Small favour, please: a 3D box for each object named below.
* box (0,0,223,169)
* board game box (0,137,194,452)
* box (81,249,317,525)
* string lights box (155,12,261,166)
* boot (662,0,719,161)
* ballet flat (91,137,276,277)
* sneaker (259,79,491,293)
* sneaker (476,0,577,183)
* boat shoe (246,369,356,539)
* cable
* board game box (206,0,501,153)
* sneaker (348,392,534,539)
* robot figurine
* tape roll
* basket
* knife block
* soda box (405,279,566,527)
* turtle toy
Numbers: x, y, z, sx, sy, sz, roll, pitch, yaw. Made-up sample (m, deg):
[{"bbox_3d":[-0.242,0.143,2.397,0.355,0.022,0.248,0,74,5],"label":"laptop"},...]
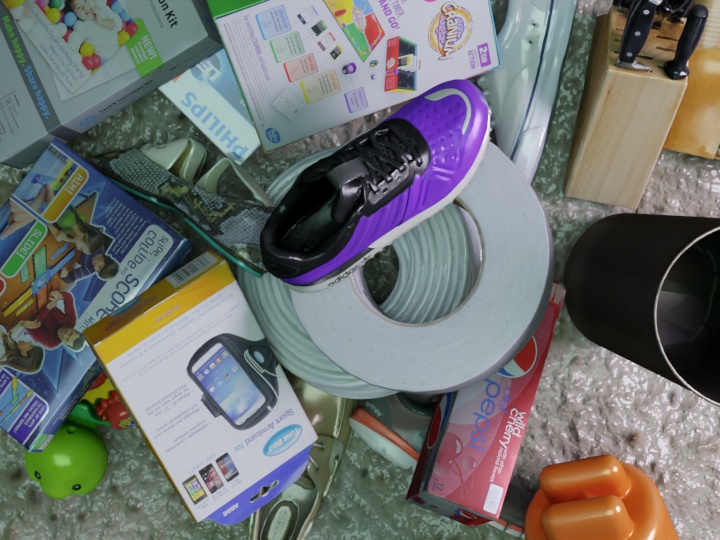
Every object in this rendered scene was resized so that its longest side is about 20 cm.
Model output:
[{"bbox_3d":[-0.225,-0.196,1.205,0.199,0.041,0.157,-28,79,11],"label":"box"},{"bbox_3d":[-0.241,0.019,1.180,0.135,0.034,0.201,37,87,8],"label":"board game box"},{"bbox_3d":[-0.117,0.099,1.185,0.118,0.041,0.201,-33,120,-14],"label":"box"},{"bbox_3d":[-0.063,-0.191,1.224,0.103,0.059,0.200,43,98,-6],"label":"string lights box"},{"bbox_3d":[0.345,-0.145,1.222,0.199,0.071,0.146,7,106,3],"label":"boot"},{"bbox_3d":[-0.130,-0.065,1.214,0.199,0.072,0.073,30,101,31],"label":"ballet flat"},{"bbox_3d":[0.008,-0.062,1.074,0.200,0.099,0.070,-43,70,5],"label":"sneaker"},{"bbox_3d":[0.124,-0.148,1.227,0.070,0.073,0.202,13,90,9],"label":"sneaker"},{"bbox_3d":[-0.050,0.159,1.275,0.071,0.065,0.202,18,99,-1],"label":"boat shoe"},{"bbox_3d":[0.000,0.000,1.225,0.198,0.069,0.202,-14,81,9],"label":"cable"},{"bbox_3d":[-0.002,-0.180,1.134,0.198,0.154,0.041,-20,54,-1],"label":"board game box"},{"bbox_3d":[0.090,0.151,1.268,0.199,0.077,0.082,34,87,-8],"label":"sneaker"},{"bbox_3d":[0.200,0.233,1.226,0.116,0.144,0.201,-39,132,-12],"label":"robot figurine"},{"bbox_3d":[0.045,-0.009,1.150,0.198,0.066,0.203,-1,85,10],"label":"tape roll"},{"bbox_3d":[0.250,0.021,1.165,0.178,0.200,0.138,8,94,-20],"label":"basket"},{"bbox_3d":[0.211,-0.142,1.165,0.063,0.176,0.202,11,99,1],"label":"knife block"},{"bbox_3d":[0.101,0.097,1.219,0.063,0.070,0.202,22,73,-6],"label":"soda box"},{"bbox_3d":[-0.220,0.087,1.249,0.144,0.101,0.202,16,104,-1],"label":"turtle toy"}]
